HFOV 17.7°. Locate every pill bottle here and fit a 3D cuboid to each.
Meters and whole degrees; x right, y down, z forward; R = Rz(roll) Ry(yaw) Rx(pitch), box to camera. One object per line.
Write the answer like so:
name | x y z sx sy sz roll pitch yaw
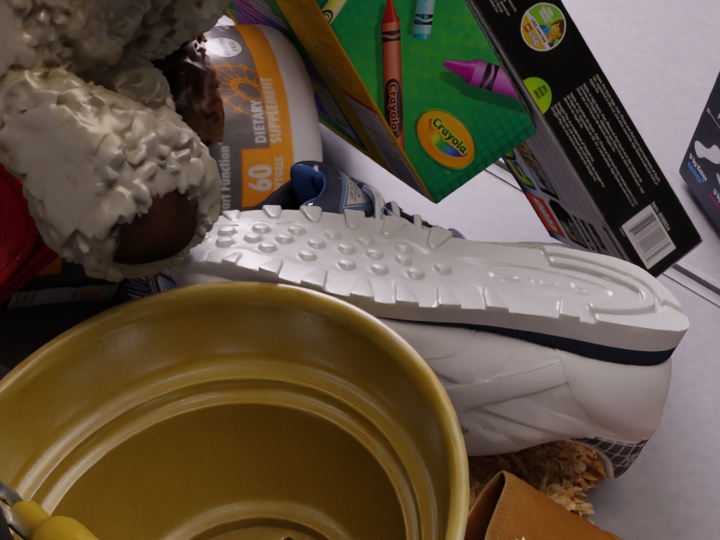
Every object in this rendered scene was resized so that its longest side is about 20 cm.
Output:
pill bottle | -0.125 -0.043 0.984 0.199 0.117 0.117 -5 48 -19

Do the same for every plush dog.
plush dog | -0.099 -0.117 0.867 0.160 0.201 0.172 17 22 16

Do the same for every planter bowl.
planter bowl | -0.052 0.108 0.814 0.200 0.084 0.201 -8 51 10

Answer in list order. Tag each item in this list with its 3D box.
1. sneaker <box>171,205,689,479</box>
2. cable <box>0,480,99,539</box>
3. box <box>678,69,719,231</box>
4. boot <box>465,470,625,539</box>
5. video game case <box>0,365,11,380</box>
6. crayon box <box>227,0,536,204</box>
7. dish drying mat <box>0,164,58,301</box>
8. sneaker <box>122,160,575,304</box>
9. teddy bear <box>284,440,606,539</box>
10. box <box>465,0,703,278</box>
sneaker | 0.023 0.030 0.887 0.199 0.081 0.076 13 28 -5
cable | -0.140 0.081 0.791 0.097 0.050 0.200 -37 42 5
box | 0.279 -0.059 1.108 0.199 0.115 0.132 -11 50 -24
boot | 0.107 0.122 0.884 0.144 0.071 0.201 45 53 -8
video game case | -0.182 0.061 0.848 0.200 0.018 0.143 34 27 -45
crayon box | -0.011 -0.117 1.025 0.058 0.119 0.200 -36 28 -7
dish drying mat | -0.201 -0.063 0.896 0.077 0.018 0.200 -41 77 -11
sneaker | 0.000 0.000 0.940 0.199 0.085 0.077 -6 25 -13
teddy bear | 0.029 0.079 0.940 0.200 0.067 0.145 -17 50 -29
box | 0.068 -0.092 1.015 0.035 0.200 0.110 -36 21 -7
